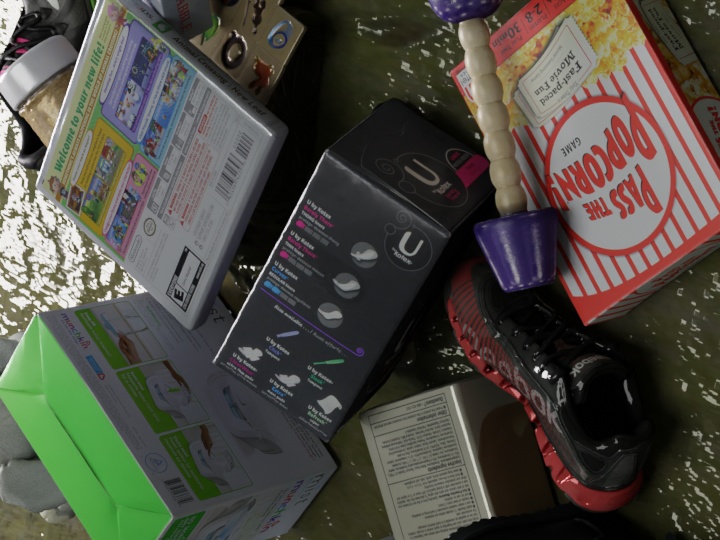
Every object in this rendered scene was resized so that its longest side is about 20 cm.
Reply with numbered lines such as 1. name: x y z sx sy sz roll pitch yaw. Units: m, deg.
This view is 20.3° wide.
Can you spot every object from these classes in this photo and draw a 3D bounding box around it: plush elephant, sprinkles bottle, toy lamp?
1. plush elephant: -0.287 0.129 1.695 0.200 0.155 0.165 -31 77 43
2. sprinkles bottle: -0.204 -0.090 1.596 0.200 0.068 0.068 53 131 -1
3. toy lamp: 0.090 -0.086 1.306 0.058 0.058 0.200 -12 88 44

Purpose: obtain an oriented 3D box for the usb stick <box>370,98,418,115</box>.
1. usb stick: -0.007 -0.037 1.484 0.055 0.033 0.200 47 126 24

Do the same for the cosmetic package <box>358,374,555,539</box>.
1. cosmetic package: 0.081 0.179 1.419 0.105 0.071 0.200 -19 86 44

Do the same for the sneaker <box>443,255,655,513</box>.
1. sneaker: 0.130 0.061 1.337 0.201 0.071 0.098 56 153 18

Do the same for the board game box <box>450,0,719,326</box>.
1. board game box: 0.162 -0.088 1.306 0.151 0.046 0.200 -40 71 41

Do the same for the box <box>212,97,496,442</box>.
1. box: 0.000 0.000 1.404 0.106 0.122 0.200 34 123 8

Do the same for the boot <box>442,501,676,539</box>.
1. boot: 0.151 0.212 1.282 0.162 0.198 0.073 23 117 45

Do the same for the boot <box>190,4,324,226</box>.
1. boot: -0.122 -0.140 1.554 0.200 0.066 0.175 18 99 39

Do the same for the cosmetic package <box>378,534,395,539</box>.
1. cosmetic package: 0.027 0.312 1.501 0.151 0.052 0.200 -42 69 50

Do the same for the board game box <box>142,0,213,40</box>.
1. board game box: -0.185 -0.290 1.448 0.200 0.041 0.200 51 164 26

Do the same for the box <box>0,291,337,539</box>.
1. box: -0.149 0.118 1.549 0.200 0.176 0.097 52 128 22

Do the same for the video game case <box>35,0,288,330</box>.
1. video game case: -0.152 -0.083 1.492 0.182 0.022 0.200 41 130 19

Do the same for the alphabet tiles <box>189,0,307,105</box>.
1. alphabet tiles: -0.120 -0.166 1.508 0.166 0.006 0.200 42 111 34

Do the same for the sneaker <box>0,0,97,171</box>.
1. sneaker: -0.260 -0.175 1.657 0.077 0.084 0.200 -3 96 45
